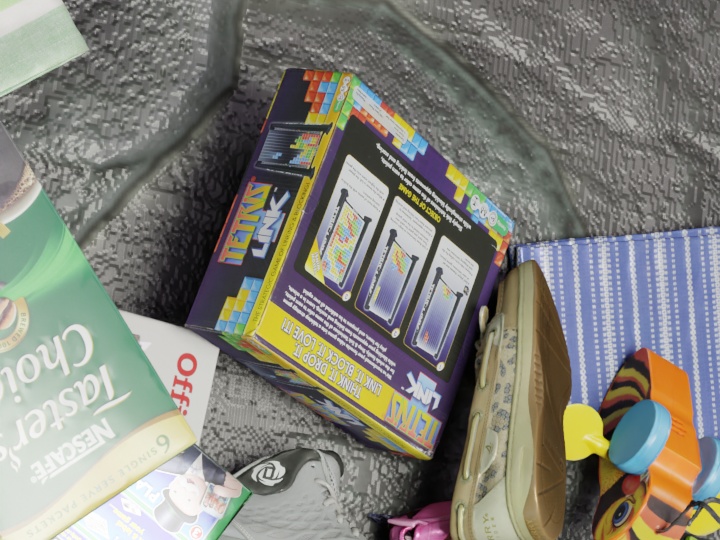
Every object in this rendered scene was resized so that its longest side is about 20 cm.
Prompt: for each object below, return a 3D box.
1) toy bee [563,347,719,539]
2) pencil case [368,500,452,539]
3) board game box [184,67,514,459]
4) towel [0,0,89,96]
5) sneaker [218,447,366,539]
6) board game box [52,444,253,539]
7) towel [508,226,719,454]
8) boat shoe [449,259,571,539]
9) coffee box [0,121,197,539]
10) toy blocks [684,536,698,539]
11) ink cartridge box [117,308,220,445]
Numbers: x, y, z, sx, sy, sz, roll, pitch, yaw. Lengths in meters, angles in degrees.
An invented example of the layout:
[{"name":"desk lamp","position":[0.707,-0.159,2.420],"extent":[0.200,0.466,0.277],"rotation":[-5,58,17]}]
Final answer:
[{"name":"toy bee","position":[0.168,0.133,1.229],"extent":[0.131,0.200,0.109],"rotation":[39,110,1]},{"name":"pencil case","position":[0.060,0.241,1.210],"extent":[0.094,0.091,0.200],"rotation":[3,78,-59]},{"name":"board game box","position":[0.000,0.000,1.179],"extent":[0.200,0.057,0.165],"rotation":[39,68,-48]},{"name":"towel","position":[-0.268,-0.182,1.148],"extent":[0.153,0.023,0.200],"rotation":[-32,97,-25]},{"name":"sneaker","position":[-0.004,0.155,1.156],"extent":[0.200,0.075,0.116],"rotation":[15,44,1]},{"name":"board game box","position":[-0.173,0.109,1.059],"extent":[0.200,0.029,0.135],"rotation":[42,69,-13]},{"name":"towel","position":[0.193,0.046,1.331],"extent":[0.200,0.024,0.145],"rotation":[-4,88,-23]},{"name":"boat shoe","position":[0.088,0.076,1.201],"extent":[0.200,0.063,0.073],"rotation":[-82,152,-44]},{"name":"coffee box","position":[-0.185,0.037,1.024],"extent":[0.123,0.044,0.200],"rotation":[-32,95,-24]},{"name":"toy blocks","position":[0.226,0.268,1.252],"extent":[0.100,0.137,0.200],"rotation":[31,72,-18]},{"name":"ink cartridge box","position":[-0.193,0.084,1.116],"extent":[0.200,0.083,0.147],"rotation":[15,77,-21]}]
